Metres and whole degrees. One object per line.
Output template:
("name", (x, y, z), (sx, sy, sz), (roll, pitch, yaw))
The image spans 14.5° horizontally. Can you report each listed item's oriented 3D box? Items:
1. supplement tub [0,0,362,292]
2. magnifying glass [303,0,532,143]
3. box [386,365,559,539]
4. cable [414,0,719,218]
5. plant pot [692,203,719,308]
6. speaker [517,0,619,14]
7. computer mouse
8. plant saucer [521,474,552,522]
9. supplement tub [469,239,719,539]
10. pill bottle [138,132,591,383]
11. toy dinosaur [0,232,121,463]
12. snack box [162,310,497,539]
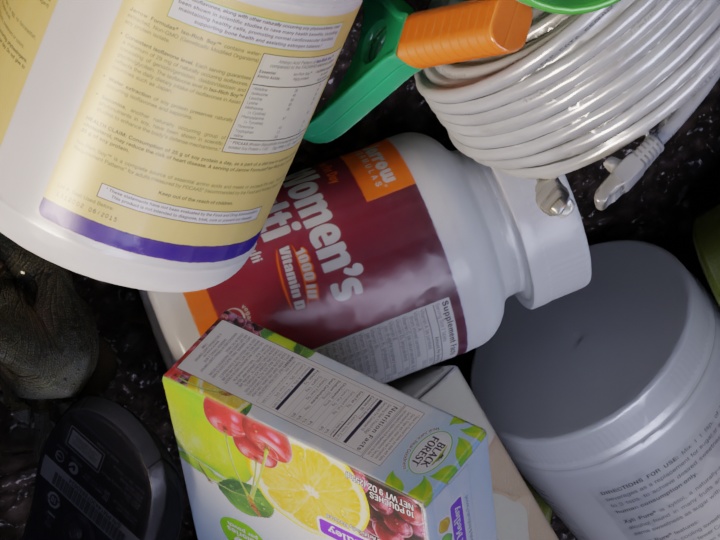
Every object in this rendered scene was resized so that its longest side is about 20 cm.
("supplement tub", (-0.081, -0.108, 1.212), (0.145, 0.145, 0.200), (13, 116, -27))
("magnifying glass", (0.015, -0.098, 1.232), (0.022, 0.200, 0.080), (22, 78, -24))
("box", (0.046, 0.149, 1.367), (0.078, 0.095, 0.200), (-37, 106, -25))
("cable", (0.107, -0.130, 1.239), (0.069, 0.200, 0.200), (41, 90, -25))
("plant pot", (0.275, -0.015, 1.396), (0.193, 0.201, 0.200), (-29, 128, 14))
("speaker", (0.070, -0.177, 1.185), (0.088, 0.200, 0.089), (-4, 117, -8))
("computer mouse", (-0.143, 0.124, 1.316), (0.046, 0.140, 0.200), (-20, 136, -47))
("plant saucer", (0.013, 0.179, 1.427), (0.200, 0.048, 0.200), (12, 82, -27))
("supplement tub", (0.158, 0.094, 1.440), (0.132, 0.132, 0.200), (-37, 127, 4))
("pill bottle", (0.000, 0.000, 1.333), (0.200, 0.110, 0.110), (-21, 126, -7))
("toy dinosaur", (-0.149, 0.022, 1.277), (0.077, 0.200, 0.102), (-39, 89, -7))
("snack box", (-0.007, 0.125, 1.264), (0.053, 0.142, 0.200), (-46, 146, -31))
